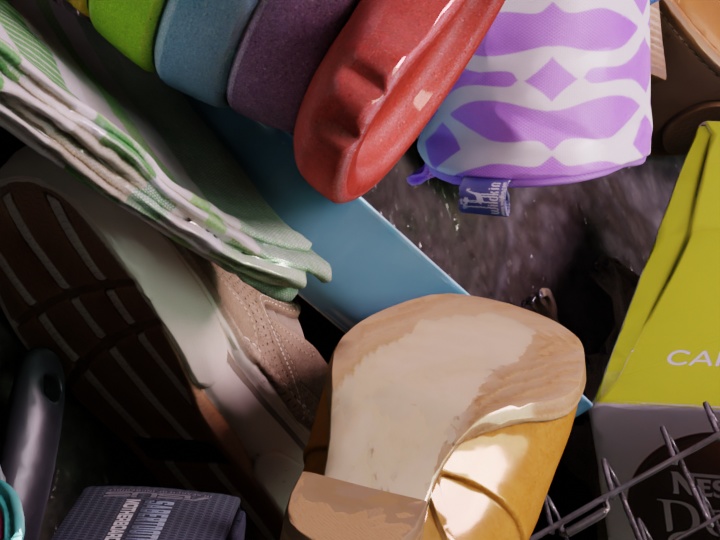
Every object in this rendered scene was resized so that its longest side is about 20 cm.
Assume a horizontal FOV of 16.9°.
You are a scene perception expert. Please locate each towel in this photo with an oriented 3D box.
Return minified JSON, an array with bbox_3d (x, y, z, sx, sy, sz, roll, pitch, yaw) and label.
[{"bbox_3d":[-0.103,-0.072,0.674,0.200,0.023,0.153,34,11,-42],"label":"towel"}]

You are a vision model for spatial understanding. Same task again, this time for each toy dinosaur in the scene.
[{"bbox_3d":[0.102,0.070,0.982,0.101,0.058,0.200,38,51,-45],"label":"toy dinosaur"}]

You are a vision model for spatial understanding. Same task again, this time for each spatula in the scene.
[{"bbox_3d":[-0.103,0.118,0.703,0.056,0.021,0.201,30,56,-53],"label":"spatula"}]

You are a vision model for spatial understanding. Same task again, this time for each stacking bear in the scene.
[{"bbox_3d":[-0.056,-0.118,0.712,0.122,0.200,0.114,-55,174,-14],"label":"stacking bear"}]

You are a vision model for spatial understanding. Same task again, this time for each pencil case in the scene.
[{"bbox_3d":[0.053,-0.123,0.809,0.084,0.085,0.201,-16,107,-55],"label":"pencil case"}]

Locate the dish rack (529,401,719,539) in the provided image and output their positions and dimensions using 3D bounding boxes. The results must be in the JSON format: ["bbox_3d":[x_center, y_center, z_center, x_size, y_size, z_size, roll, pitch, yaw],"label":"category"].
[{"bbox_3d":[0.142,0.102,0.826,0.154,0.200,0.055,58,7,-23],"label":"dish rack"}]

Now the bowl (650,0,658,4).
[{"bbox_3d":[0.076,-0.192,0.890,0.200,0.039,0.201,2,86,-29],"label":"bowl"}]

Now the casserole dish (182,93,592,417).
[{"bbox_3d":[0.000,0.000,0.821,0.039,0.121,0.200,-49,132,1],"label":"casserole dish"}]

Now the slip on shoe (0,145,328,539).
[{"bbox_3d":[-0.047,0.024,0.758,0.200,0.076,0.061,55,53,-36],"label":"slip on shoe"}]

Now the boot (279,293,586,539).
[{"bbox_3d":[0.007,0.101,0.707,0.201,0.071,0.144,-47,150,-62],"label":"boot"}]

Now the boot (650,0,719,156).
[{"bbox_3d":[0.137,-0.139,1.080,0.200,0.074,0.155,20,61,-54],"label":"boot"}]

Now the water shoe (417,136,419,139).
[{"bbox_3d":[0.041,-0.130,0.930,0.071,0.079,0.201,-31,107,-54],"label":"water shoe"}]

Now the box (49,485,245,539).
[{"bbox_3d":[-0.064,0.168,0.612,0.158,0.051,0.201,-70,164,-82],"label":"box"}]

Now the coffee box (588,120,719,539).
[{"bbox_3d":[0.217,0.075,0.955,0.200,0.199,0.198,-60,146,-50],"label":"coffee box"}]

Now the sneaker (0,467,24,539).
[{"bbox_3d":[-0.128,0.093,0.587,0.084,0.121,0.200,-46,119,-50],"label":"sneaker"}]
